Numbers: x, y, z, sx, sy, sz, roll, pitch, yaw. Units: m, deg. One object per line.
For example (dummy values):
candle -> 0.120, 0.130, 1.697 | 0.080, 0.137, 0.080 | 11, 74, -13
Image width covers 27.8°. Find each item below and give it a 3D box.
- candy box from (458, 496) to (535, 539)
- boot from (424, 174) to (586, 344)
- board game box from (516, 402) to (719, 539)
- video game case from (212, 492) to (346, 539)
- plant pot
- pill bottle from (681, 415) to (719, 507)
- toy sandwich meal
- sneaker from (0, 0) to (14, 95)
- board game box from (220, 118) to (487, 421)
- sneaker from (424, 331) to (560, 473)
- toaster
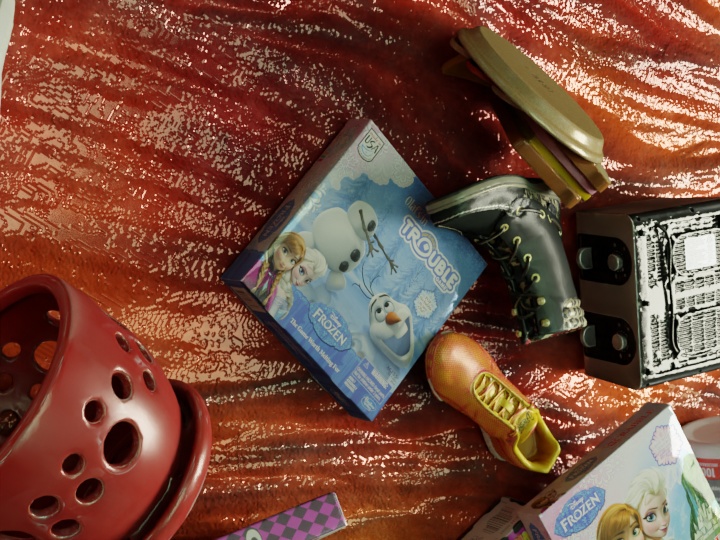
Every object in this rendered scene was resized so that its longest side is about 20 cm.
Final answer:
candy box -> 0.123, 0.345, 1.456 | 0.200, 0.061, 0.137 | -39, 112, -25
boot -> 0.147, -0.008, 1.386 | 0.203, 0.073, 0.155 | -4, 78, -54
board game box -> 0.280, 0.273, 1.481 | 0.199, 0.041, 0.201 | -35, 104, -26
video game case -> -0.133, 0.249, 1.214 | 0.199, 0.181, 0.036 | -18, 79, -31
plant pot -> -0.227, 0.133, 1.129 | 0.182, 0.200, 0.202 | 39, 73, -32
pill bottle -> 0.411, 0.271, 1.606 | 0.115, 0.115, 0.202 | -15, 102, -31
toy sandwich meal -> 0.155, -0.149, 1.388 | 0.204, 0.206, 0.070 | 32, 110, -31
sneaker -> -0.313, -0.133, 1.140 | 0.085, 0.072, 0.202 | 45, 61, -60
board game box -> 0.000, 0.000, 1.357 | 0.200, 0.043, 0.200 | 48, 68, -28
sneaker -> 0.134, 0.125, 1.425 | 0.200, 0.077, 0.073 | 44, 69, -35
toaster -> 0.322, 0.014, 1.523 | 0.198, 0.118, 0.183 | -10, 101, -31
